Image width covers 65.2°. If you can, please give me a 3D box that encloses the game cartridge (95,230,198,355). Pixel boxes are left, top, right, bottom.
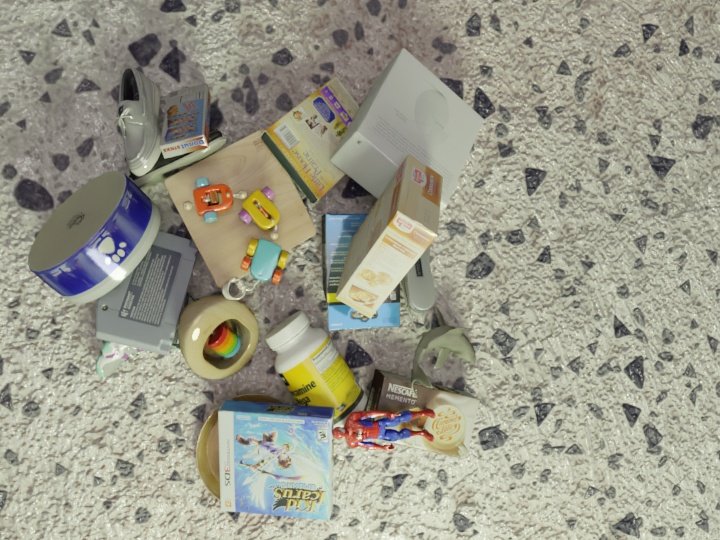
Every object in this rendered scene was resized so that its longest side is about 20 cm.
[{"bbox_3d":[-0.348,0.027,0.912,0.129,0.041,0.206,19,56,-19],"label":"game cartridge"}]

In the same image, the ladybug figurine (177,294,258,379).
[{"bbox_3d":[-0.241,0.108,0.946,0.071,0.202,0.137,30,72,27],"label":"ladybug figurine"}]

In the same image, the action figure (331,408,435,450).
[{"bbox_3d":[0.041,0.269,0.958,0.193,0.051,0.068,3,96,-25],"label":"action figure"}]

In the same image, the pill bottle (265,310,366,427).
[{"bbox_3d":[-0.082,0.180,1.002,0.111,0.112,0.203,-34,97,-9],"label":"pill bottle"}]

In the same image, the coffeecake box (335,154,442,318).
[{"bbox_3d":[0.046,-0.052,0.891,0.071,0.156,0.201,27,131,-11],"label":"coffeecake box"}]

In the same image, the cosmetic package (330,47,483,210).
[{"bbox_3d":[0.083,-0.228,0.992,0.197,0.122,0.204,35,63,-14],"label":"cosmetic package"}]

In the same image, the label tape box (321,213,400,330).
[{"bbox_3d":[0.000,0.000,1.040,0.139,0.063,0.208,-1,91,-13],"label":"label tape box"}]

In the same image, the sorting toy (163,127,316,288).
[{"bbox_3d":[-0.208,-0.107,0.992,0.196,0.069,0.204,-29,97,-11],"label":"sorting toy"}]

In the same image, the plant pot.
[{"bbox_3d":[-0.198,0.325,1.024,0.192,0.027,0.209,0,92,-12],"label":"plant pot"}]

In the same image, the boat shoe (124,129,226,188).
[{"bbox_3d":[-0.311,-0.198,0.937,0.195,0.074,0.062,-19,99,25],"label":"boat shoe"}]

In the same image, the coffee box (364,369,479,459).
[{"bbox_3d":[0.112,0.269,1.061,0.193,0.080,0.119,16,88,-12],"label":"coffee box"}]

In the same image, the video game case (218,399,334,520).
[{"bbox_3d":[-0.142,0.322,0.957,0.192,0.046,0.189,3,103,5],"label":"video game case"}]

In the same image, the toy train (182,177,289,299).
[{"bbox_3d":[-0.199,-0.059,0.929,0.146,0.056,0.207,-18,86,-14],"label":"toy train"}]

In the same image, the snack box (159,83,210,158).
[{"bbox_3d":[-0.282,-0.249,0.917,0.069,0.203,0.025,-13,131,-3],"label":"snack box"}]

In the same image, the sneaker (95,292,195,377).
[{"bbox_3d":[-0.345,0.123,0.963,0.139,0.078,0.203,37,84,-9],"label":"sneaker"}]

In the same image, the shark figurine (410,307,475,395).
[{"bbox_3d":[0.154,0.133,1.029,0.211,0.088,0.132,-14,83,-48],"label":"shark figurine"}]

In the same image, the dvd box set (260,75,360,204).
[{"bbox_3d":[-0.064,-0.235,1.003,0.147,0.029,0.200,49,59,-10],"label":"dvd box set"}]

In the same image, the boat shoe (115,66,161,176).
[{"bbox_3d":[-0.362,-0.247,0.908,0.070,0.068,0.206,-17,60,20],"label":"boat shoe"}]

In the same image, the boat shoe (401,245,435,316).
[{"bbox_3d":[0.103,-0.016,1.061,0.069,0.066,0.207,-3,71,-14],"label":"boat shoe"}]

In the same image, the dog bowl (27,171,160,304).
[{"bbox_3d":[-0.413,-0.054,0.878,0.200,0.199,0.079,-45,132,-7],"label":"dog bowl"}]
